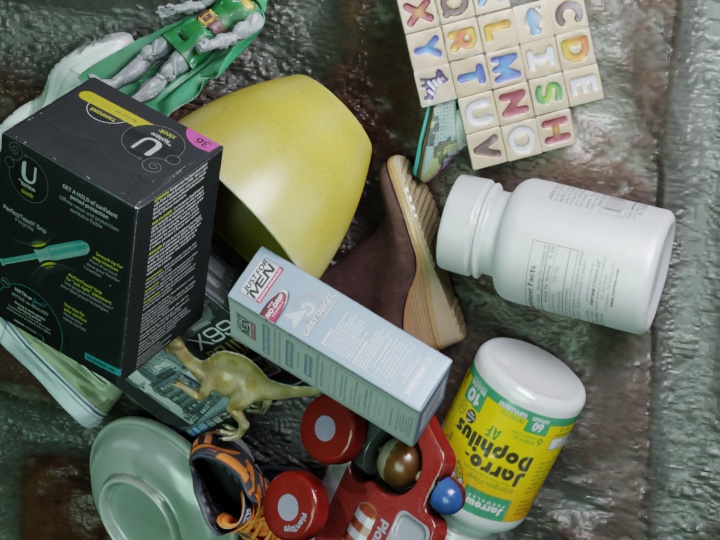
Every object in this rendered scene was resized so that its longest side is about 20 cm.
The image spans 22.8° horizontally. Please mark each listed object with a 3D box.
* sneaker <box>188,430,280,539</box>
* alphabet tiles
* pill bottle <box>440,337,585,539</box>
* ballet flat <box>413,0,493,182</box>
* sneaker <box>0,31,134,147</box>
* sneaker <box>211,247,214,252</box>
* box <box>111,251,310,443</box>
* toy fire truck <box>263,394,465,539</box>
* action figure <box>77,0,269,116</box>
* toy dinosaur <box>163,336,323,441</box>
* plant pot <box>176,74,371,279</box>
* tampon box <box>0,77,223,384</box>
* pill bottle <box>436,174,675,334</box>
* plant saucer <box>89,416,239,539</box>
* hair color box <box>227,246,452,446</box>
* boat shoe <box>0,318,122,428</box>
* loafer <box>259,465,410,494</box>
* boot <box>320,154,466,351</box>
[{"bbox_3d":[-0.100,0.247,1.719,0.078,0.112,0.200,-44,92,8],"label":"sneaker"},{"bbox_3d":[0.126,-0.198,1.594,0.166,0.008,0.202,-15,101,-5],"label":"alphabet tiles"},{"bbox_3d":[0.124,0.175,1.690,0.112,0.113,0.201,29,114,9],"label":"pill bottle"},{"bbox_3d":[0.091,-0.175,1.627,0.071,0.069,0.202,7,106,5],"label":"ballet flat"},{"bbox_3d":[-0.271,-0.153,1.756,0.200,0.078,0.100,-40,87,34],"label":"sneaker"},{"bbox_3d":[-0.182,-0.046,1.751,0.198,0.079,0.130,32,123,19],"label":"sneaker"},{"bbox_3d":[-0.155,0.078,1.736,0.158,0.050,0.199,40,135,-25],"label":"box"},{"bbox_3d":[0.019,0.208,1.657,0.168,0.112,0.201,33,103,33],"label":"toy fire truck"},{"bbox_3d":[-0.158,-0.214,1.664,0.200,0.055,0.118,-38,60,-14],"label":"action figure"},{"bbox_3d":[-0.107,0.111,1.672,0.198,0.058,0.102,16,139,2],"label":"toy dinosaur"},{"bbox_3d":[-0.073,-0.097,1.649,0.200,0.200,0.142,43,78,3],"label":"plant pot"},{"bbox_3d":[-0.222,-0.035,1.558,0.149,0.126,0.201,28,131,19],"label":"tampon box"},{"bbox_3d":[0.175,-0.021,1.611,0.198,0.114,0.115,15,110,15],"label":"pill bottle"},{"bbox_3d":[-0.215,0.249,1.835,0.199,0.050,0.202,20,126,29],"label":"plant saucer"},{"bbox_3d":[-0.020,0.069,1.589,0.199,0.061,0.099,30,158,10],"label":"hair color box"},{"bbox_3d":[-0.326,0.074,1.857,0.062,0.072,0.200,-44,92,0],"label":"boat shoe"},{"bbox_3d":[-0.034,0.233,1.791,0.198,0.063,0.073,-2,104,21],"label":"loafer"},{"bbox_3d":[0.000,0.000,1.703,0.165,0.072,0.201,-11,105,20],"label":"boot"}]
